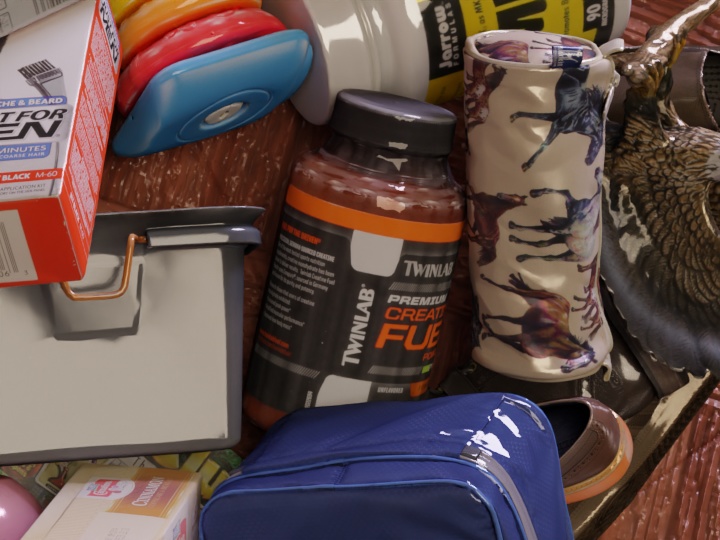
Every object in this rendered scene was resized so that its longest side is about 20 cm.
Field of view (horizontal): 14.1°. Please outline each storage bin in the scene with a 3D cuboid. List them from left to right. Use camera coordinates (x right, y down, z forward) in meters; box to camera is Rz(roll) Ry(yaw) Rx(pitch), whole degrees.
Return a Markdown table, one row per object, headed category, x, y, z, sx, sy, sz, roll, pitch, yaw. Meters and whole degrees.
| category | x | y | z | sx | sy | sz | roll | pitch | yaw |
| --- | --- | --- | --- | --- | --- | --- | --- | --- | --- |
| storage bin | -0.149 | 0.039 | 1.620 | 0.200 | 0.146 | 0.134 | -4 | 86 | -10 |

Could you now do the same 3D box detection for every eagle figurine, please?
| category | x | y | z | sx | sy | sz | roll | pitch | yaw |
| --- | --- | --- | --- | --- | --- | --- | --- | --- | --- |
| eagle figurine | 0.197 | -0.044 | 1.710 | 0.152 | 0.151 | 0.200 | -24 | 108 | -8 |

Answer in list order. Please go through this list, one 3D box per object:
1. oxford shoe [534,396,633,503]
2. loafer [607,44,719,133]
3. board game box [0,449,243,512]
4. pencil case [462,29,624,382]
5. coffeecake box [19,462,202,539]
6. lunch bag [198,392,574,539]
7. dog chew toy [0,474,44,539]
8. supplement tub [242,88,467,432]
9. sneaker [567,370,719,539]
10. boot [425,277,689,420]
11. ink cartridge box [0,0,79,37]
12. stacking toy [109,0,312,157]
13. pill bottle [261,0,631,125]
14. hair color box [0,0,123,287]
| category | x | y | z | sx | sy | sz | roll | pitch | yaw |
| --- | --- | --- | --- | --- | --- | --- | --- | --- | --- |
| oxford shoe | 0.053 | 0.116 | 1.661 | 0.200 | 0.073 | 0.071 | -25 | 64 | 9 |
| loafer | 0.189 | -0.113 | 1.801 | 0.200 | 0.071 | 0.073 | -10 | 86 | -20 |
| board game box | -0.110 | 0.143 | 1.694 | 0.200 | 0.023 | 0.105 | 40 | 70 | -10 |
| pencil case | 0.104 | -0.036 | 1.649 | 0.089 | 0.078 | 0.200 | 2 | 104 | 13 |
| coffeecake box | -0.136 | 0.222 | 1.567 | 0.073 | 0.154 | 0.200 | 4 | 104 | 8 |
| lunch bag | 0.006 | 0.153 | 1.577 | 0.200 | 0.132 | 0.136 | -8 | 107 | 21 |
| dog chew toy | -0.231 | 0.211 | 1.598 | 0.125 | 0.125 | 0.200 | 4 | 90 | -18 |
| supplement tub | 0.000 | 0.000 | 1.672 | 0.107 | 0.107 | 0.200 | 8 | 103 | -18 |
| sneaker | 0.151 | 0.093 | 1.776 | 0.076 | 0.070 | 0.200 | 36 | 73 | 15 |
| boot | 0.080 | 0.051 | 1.738 | 0.174 | 0.069 | 0.200 | -36 | 65 | 0 |
| ink cartridge box | -0.243 | -0.185 | 1.628 | 0.162 | 0.200 | 0.050 | -29 | 127 | -20 |
| stacking toy | -0.121 | -0.176 | 1.702 | 0.110 | 0.116 | 0.200 | -20 | 75 | -27 |
| pill bottle | 0.050 | -0.160 | 1.739 | 0.200 | 0.114 | 0.114 | -19 | 90 | -20 |
| hair color box | -0.196 | -0.077 | 1.566 | 0.111 | 0.200 | 0.064 | -6 | 129 | 7 |
